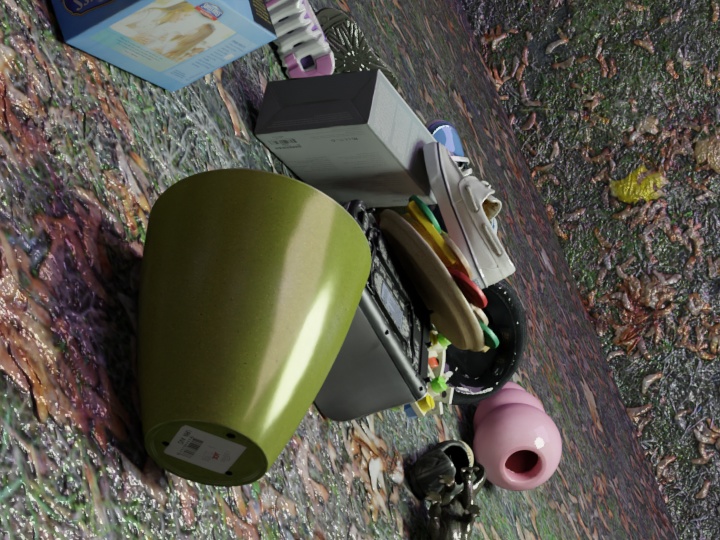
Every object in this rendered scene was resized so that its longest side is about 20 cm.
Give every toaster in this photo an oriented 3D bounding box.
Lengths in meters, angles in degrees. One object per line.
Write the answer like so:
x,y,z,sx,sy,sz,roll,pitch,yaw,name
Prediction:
-0.013,0.036,1.272,0.200,0.119,0.181,59,17,-23,toaster

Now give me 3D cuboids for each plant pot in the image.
-0.098,0.058,0.930,0.187,0.187,0.200,52,36,-39,plant pot

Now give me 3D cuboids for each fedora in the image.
0.132,0.083,1.661,0.201,0.201,0.092,58,-15,-26,fedora

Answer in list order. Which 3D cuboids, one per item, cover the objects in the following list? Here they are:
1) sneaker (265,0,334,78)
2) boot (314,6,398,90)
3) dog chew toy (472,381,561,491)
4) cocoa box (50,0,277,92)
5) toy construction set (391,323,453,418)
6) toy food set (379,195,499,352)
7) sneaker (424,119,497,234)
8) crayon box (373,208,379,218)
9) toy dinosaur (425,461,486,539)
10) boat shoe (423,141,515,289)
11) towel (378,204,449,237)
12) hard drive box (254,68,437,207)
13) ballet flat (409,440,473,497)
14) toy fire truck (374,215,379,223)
-0.098,-0.348,1.635,0.088,0.080,0.200,-84,152,-71,sneaker
-0.023,-0.340,1.793,0.182,0.073,0.200,49,11,-29,boot
0.218,0.228,1.733,0.125,0.124,0.200,59,10,-21,dog chew toy
-0.189,-0.270,1.125,0.200,0.133,0.131,14,54,-69,cocoa box
0.070,0.117,1.443,0.131,0.092,0.200,67,11,14,toy construction set
0.088,0.010,1.358,0.200,0.049,0.198,55,-8,7,toy food set
0.130,-0.094,1.526,0.081,0.146,0.200,2,92,-30,sneaker
0.006,-0.142,1.684,0.200,0.058,0.173,60,17,-19,crayon box
0.103,0.284,1.359,0.200,0.077,0.102,-82,-179,-64,toy dinosaur
0.130,-0.073,1.409,0.071,0.070,0.200,58,13,-59,boat shoe
0.074,-0.015,1.540,0.200,0.023,0.144,42,-39,53,towel
-0.008,-0.153,1.462,0.200,0.156,0.077,44,51,-53,hard drive box
0.113,0.244,1.482,0.067,0.057,0.200,68,17,6,ballet flat
0.000,0.000,1.487,0.141,0.049,0.200,47,26,-52,toy fire truck
